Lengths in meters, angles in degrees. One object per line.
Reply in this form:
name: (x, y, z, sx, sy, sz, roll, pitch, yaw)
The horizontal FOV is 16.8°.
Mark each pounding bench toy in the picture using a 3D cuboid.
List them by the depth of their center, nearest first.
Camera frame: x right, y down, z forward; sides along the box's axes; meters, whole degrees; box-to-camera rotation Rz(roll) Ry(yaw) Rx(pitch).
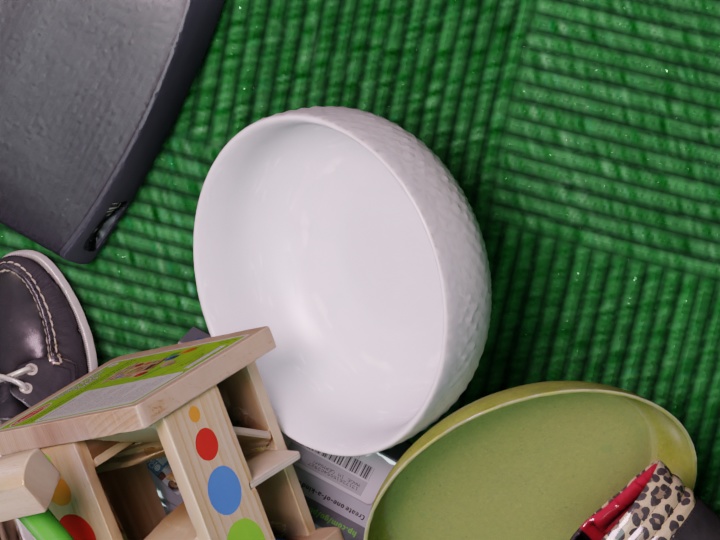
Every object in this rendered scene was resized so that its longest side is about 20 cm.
pounding bench toy: (-0.126, 0.146, 1.357, 0.124, 0.200, 0.156, -13, 101, 37)

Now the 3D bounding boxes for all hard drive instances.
hard drive: (-0.174, -0.112, 1.435, 0.135, 0.042, 0.200, 29, 109, 2)

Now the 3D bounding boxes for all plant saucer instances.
plant saucer: (0.095, 0.128, 1.407, 0.199, 0.031, 0.200, -10, 136, -9)

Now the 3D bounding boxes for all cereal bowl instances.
cereal bowl: (0.000, 0.000, 1.392, 0.200, 0.083, 0.201, 16, 115, 38)

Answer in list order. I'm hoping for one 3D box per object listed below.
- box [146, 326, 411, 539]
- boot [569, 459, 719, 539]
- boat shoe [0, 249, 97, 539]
box: (-0.080, 0.158, 1.491, 0.156, 0.041, 0.200, 28, 107, 4)
boot: (0.167, 0.218, 1.394, 0.151, 0.073, 0.200, 40, 107, -5)
boat shoe: (-0.202, 0.089, 1.469, 0.074, 0.060, 0.201, -4, 92, 28)
